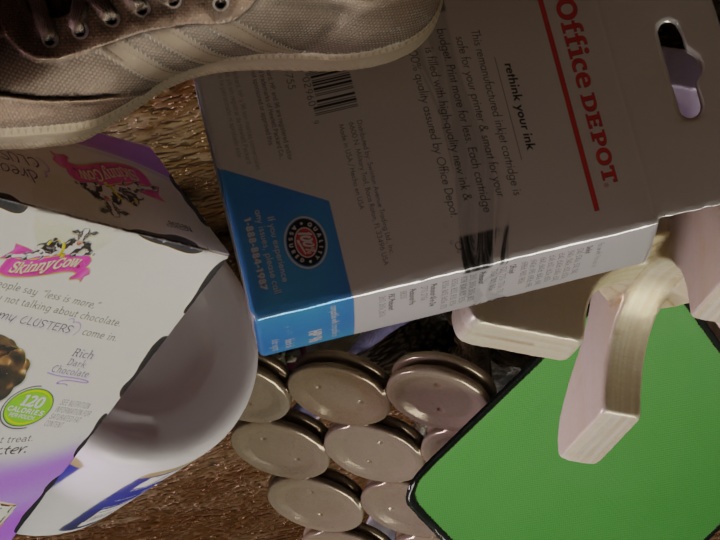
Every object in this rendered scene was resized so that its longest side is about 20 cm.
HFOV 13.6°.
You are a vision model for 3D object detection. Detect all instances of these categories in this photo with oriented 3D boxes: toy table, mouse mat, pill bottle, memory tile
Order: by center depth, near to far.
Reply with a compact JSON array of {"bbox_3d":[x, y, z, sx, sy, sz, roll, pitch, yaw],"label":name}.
[{"bbox_3d":[0.123,-0.009,1.274,0.199,0.118,0.184,5,149,-7],"label":"toy table"},{"bbox_3d":[-0.138,0.056,1.385,0.119,0.120,0.200,-7,166,-29],"label":"pill bottle"},{"bbox_3d":[0.117,0.094,1.424,0.161,0.008,0.200,-44,137,-2],"label":"mouse mat"},{"bbox_3d":[0.017,0.096,1.443,0.153,0.017,0.200,0,144,24],"label":"memory tile"}]

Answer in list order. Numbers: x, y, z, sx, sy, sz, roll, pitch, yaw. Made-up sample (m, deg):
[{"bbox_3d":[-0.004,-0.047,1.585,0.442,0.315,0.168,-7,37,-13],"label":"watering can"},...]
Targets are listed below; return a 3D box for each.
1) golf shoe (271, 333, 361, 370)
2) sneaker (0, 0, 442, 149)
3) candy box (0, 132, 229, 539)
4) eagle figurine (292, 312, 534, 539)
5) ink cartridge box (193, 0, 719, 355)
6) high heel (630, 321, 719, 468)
[{"bbox_3d":[0.000,0.000,1.412,0.091,0.076,0.200,-14,168,-14],"label":"golf shoe"},{"bbox_3d":[-0.065,-0.099,1.009,0.199,0.071,0.076,-14,148,-16],"label":"sneaker"},{"bbox_3d":[-0.175,0.031,1.147,0.167,0.072,0.200,16,120,-49],"label":"candy box"},{"bbox_3d":[0.038,0.057,1.536,0.150,0.152,0.200,20,148,7],"label":"eagle figurine"},{"bbox_3d":[0.043,-0.050,1.165,0.199,0.117,0.068,-13,166,-3],"label":"ink cartridge box"},{"bbox_3d":[0.162,0.027,1.502,0.067,0.201,0.096,21,167,17],"label":"high heel"}]
